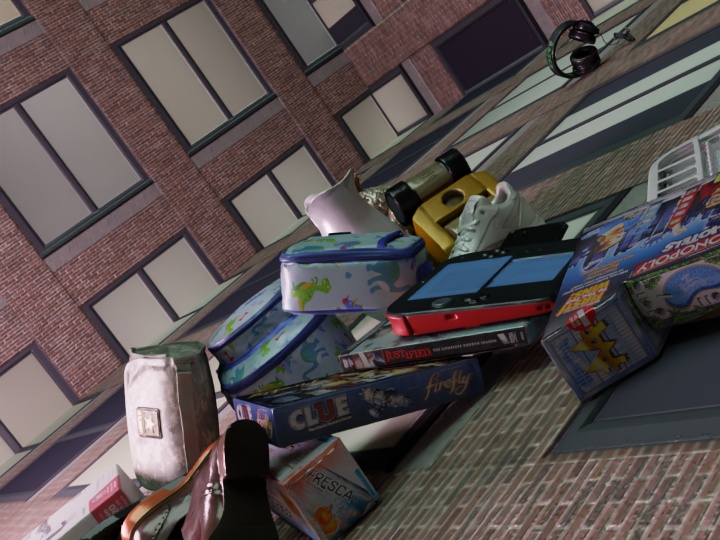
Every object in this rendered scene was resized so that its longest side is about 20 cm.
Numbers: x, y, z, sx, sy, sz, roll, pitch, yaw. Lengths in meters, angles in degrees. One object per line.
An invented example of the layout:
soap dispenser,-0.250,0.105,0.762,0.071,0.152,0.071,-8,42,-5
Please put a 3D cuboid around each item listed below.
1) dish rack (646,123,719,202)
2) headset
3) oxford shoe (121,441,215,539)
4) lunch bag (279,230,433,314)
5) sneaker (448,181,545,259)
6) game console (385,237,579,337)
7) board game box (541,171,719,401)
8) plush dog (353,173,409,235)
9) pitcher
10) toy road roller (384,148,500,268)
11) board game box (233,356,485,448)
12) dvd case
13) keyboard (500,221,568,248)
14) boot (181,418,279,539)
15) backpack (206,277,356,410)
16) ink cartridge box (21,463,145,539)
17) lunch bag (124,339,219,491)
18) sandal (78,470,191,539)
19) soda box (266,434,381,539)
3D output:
dish rack,0.365,-0.110,0.838,0.199,0.044,0.172,-31,10,28
headset,0.506,-0.496,2.008,0.198,0.125,0.094,-21,29,-22
oxford shoe,-0.154,0.243,0.971,0.199,0.072,0.072,-38,38,-29
lunch bag,0.000,0.000,1.047,0.159,0.084,0.200,-1,6,11
sneaker,0.134,-0.027,1.087,0.200,0.100,0.075,-42,14,-26
game console,0.133,0.010,0.887,0.175,0.031,0.200,-13,12,31
board game box,0.230,0.008,0.699,0.199,0.062,0.200,-26,15,46
plush dog,0.067,-0.110,1.651,0.170,0.163,0.200,-14,3,-16
pitcher,-0.002,-0.032,1.280,0.121,0.201,0.171,-38,9,-14
toy road roller,0.135,-0.057,1.244,0.122,0.147,0.200,-33,46,-11
board game box,-0.004,0.115,0.835,0.198,0.035,0.135,-11,0,-23
dvd case,0.094,0.051,0.883,0.198,0.022,0.146,-14,11,33
keyboard,0.160,0.020,0.997,0.103,0.040,0.200,-7,31,39
boot,-0.125,0.246,0.792,0.200,0.064,0.188,127,153,-54
backpack,-0.105,0.105,1.157,0.183,0.147,0.200,-40,14,-8
ink cartridge box,-0.343,0.337,1.076,0.200,0.085,0.145,-40,10,-13
lunch bag,-0.235,0.179,1.140,0.116,0.166,0.200,-6,1,-17
sandal,-0.239,0.291,0.990,0.199,0.076,0.048,-33,48,-15
soda box,-0.057,0.187,0.827,0.063,0.069,0.200,-37,10,-19
